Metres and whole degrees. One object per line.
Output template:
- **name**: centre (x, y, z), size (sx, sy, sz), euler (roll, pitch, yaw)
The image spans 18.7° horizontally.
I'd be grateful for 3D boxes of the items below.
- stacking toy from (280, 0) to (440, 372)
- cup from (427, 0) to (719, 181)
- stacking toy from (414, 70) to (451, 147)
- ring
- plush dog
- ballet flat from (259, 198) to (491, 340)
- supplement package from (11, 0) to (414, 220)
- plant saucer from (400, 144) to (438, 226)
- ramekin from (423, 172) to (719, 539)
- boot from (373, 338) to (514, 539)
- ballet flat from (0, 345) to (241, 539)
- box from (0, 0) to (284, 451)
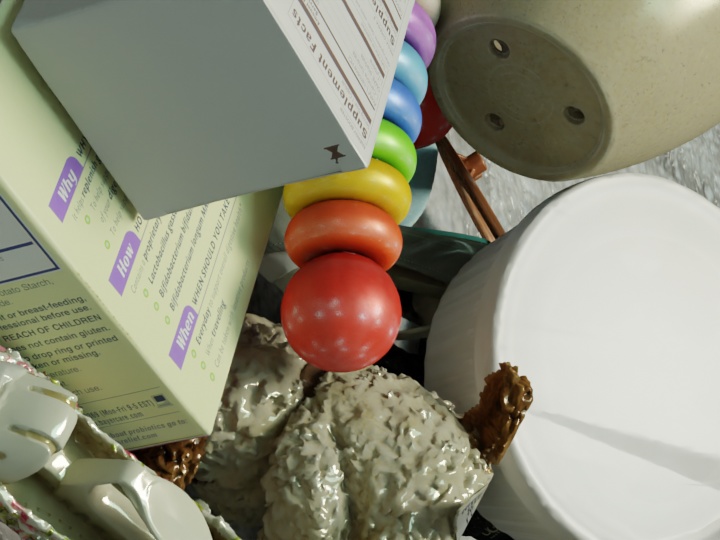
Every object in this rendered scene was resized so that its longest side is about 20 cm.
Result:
- **stacking toy**: centre (-0.008, -0.049, 1.004), size (0.085, 0.085, 0.200), euler (40, 45, -49)
- **cup**: centre (0.112, -0.128, 1.094), size (0.143, 0.200, 0.200), euler (-52, 126, -37)
- **stacking toy**: centre (0.053, -0.115, 1.235), size (0.200, 0.085, 0.085), euler (-45, 119, -59)
- **ring**: centre (0.098, 0.004, 1.276), size (0.201, 0.019, 0.200), euler (60, 1, -1)
- **plush dog**: centre (-0.027, 0.081, 1.021), size (0.161, 0.172, 0.200), euler (-64, 174, 18)
- **ballet flat**: centre (0.000, 0.000, 1.137), size (0.200, 0.067, 0.064), euler (14, 67, -37)
- **supplement package**: centre (-0.048, -0.136, 0.922), size (0.110, 0.114, 0.200), euler (58, 32, -35)
- **plant saucer**: centre (-0.018, -0.114, 1.254), size (0.201, 0.039, 0.201), euler (33, 51, -52)
- **ramekin**: centre (0.123, 0.057, 1.126), size (0.202, 0.094, 0.203), euler (8, 74, -31)
- **boot**: centre (0.032, 0.065, 1.234), size (0.158, 0.079, 0.211), euler (25, 26, -26)
- **ballet flat**: centre (-0.118, 0.080, 0.890), size (0.200, 0.064, 0.076), euler (38, 54, -19)
- **box**: centre (-0.133, -0.047, 0.952), size (0.200, 0.097, 0.176), euler (55, 35, -37)
